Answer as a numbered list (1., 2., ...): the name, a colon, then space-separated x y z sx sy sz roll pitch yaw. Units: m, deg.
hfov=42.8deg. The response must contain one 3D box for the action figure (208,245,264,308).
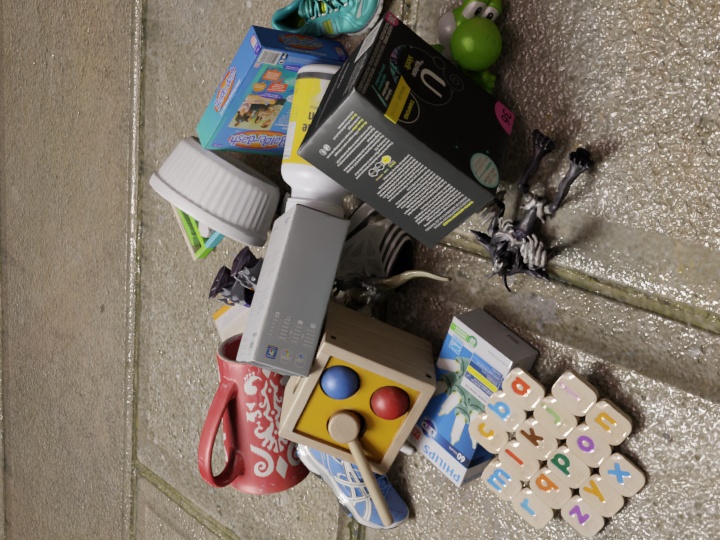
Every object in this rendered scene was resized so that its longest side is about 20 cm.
1. action figure: -0.120 0.054 1.342 0.130 0.199 0.070 -33 32 38

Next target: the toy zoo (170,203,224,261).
1. toy zoo: -0.258 -0.122 1.573 0.200 0.020 0.133 -41 68 42

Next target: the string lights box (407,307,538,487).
1. string lights box: 0.141 0.163 1.176 0.102 0.058 0.202 37 123 34

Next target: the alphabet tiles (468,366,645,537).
1. alphabet tiles: 0.230 0.215 1.087 0.195 0.015 0.201 39 123 13

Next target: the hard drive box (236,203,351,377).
1. hard drive box: -0.090 0.030 1.185 0.156 0.076 0.203 164 122 -74

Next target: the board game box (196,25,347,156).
1. board game box: -0.128 -0.250 1.314 0.200 0.150 0.045 -50 53 38

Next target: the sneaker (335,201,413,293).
1. sneaker: 0.000 0.000 1.283 0.201 0.075 0.116 -48 62 37

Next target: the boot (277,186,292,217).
1. boot: -0.096 -0.043 1.400 0.201 0.067 0.132 -55 47 37

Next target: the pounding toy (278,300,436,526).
1. pounding toy: -0.001 0.186 1.187 0.143 0.182 0.202 -88 22 -62

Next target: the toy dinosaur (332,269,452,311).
1. toy dinosaur: 0.018 0.025 1.200 0.198 0.087 0.048 -19 76 45

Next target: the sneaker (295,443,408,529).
1. sneaker: -0.002 0.289 1.294 0.200 0.076 0.077 43 129 -11

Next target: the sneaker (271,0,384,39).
1. sneaker: -0.044 -0.356 1.259 0.198 0.079 0.079 -10 88 46

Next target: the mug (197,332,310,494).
1. mug: -0.147 0.208 1.308 0.131 0.178 0.203 1 111 13

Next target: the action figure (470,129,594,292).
1. action figure: 0.185 -0.057 1.060 0.118 0.102 0.202 35 120 23

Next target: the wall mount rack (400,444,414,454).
1. wall mount rack: 0.017 0.166 1.303 0.174 0.074 0.202 42 126 37

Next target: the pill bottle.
1. pill bottle: -0.047 -0.167 1.245 0.111 0.111 0.204 9 90 45

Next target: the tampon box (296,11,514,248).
1. tampon box: 0.057 -0.158 1.054 0.199 0.151 0.126 34 139 -16

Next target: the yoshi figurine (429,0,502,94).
1. yoshi figurine: 0.105 -0.242 1.110 0.112 0.112 0.201 49 128 18

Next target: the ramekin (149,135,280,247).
1. ramekin: -0.213 -0.125 1.405 0.202 0.201 0.095 36 97 37

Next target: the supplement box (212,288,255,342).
1. supplement box: -0.147 0.133 1.464 0.126 0.073 0.203 -34 73 44
